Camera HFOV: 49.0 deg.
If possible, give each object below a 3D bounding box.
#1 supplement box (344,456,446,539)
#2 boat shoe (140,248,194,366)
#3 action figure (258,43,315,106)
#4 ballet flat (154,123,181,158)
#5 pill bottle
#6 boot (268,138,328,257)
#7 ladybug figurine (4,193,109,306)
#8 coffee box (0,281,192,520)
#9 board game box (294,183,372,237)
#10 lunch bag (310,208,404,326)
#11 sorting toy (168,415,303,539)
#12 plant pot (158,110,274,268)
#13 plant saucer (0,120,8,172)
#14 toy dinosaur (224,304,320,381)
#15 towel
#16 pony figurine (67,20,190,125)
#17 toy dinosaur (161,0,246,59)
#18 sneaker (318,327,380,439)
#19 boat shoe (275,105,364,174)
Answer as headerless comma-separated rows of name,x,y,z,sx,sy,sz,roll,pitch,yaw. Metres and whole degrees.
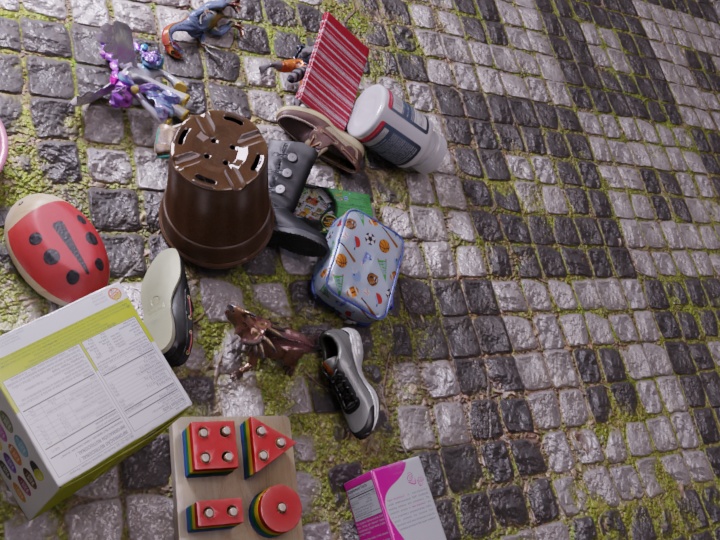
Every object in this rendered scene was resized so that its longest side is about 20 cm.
supplement box,0.064,0.416,1.262,0.100,0.103,0.202,-6,69,-34
boat shoe,-0.303,0.057,1.250,0.063,0.073,0.203,48,26,-50
action figure,-0.084,-0.387,1.612,0.193,0.105,0.201,-39,88,-31
ballet flat,-0.275,-0.228,1.388,0.199,0.067,0.068,-6,93,-55
pill bottle,0.081,-0.285,1.641,0.199,0.119,0.121,28,52,-33
boot,-0.114,-0.137,1.446,0.163,0.066,0.202,18,59,-4
ladybug figurine,-0.452,-0.035,1.193,0.135,0.072,0.201,-35,87,-41
coffee box,-0.379,0.174,1.042,0.199,0.199,0.199,-30,84,-41
board game box,-0.064,-0.112,1.522,0.198,0.023,0.106,7,59,-29
lunch bag,0.000,0.000,1.459,0.159,0.075,0.202,31,59,-23
sorting toy,-0.176,0.312,1.183,0.197,0.070,0.202,5,62,-31
plant pot,-0.231,-0.139,1.279,0.197,0.199,0.203,5,61,-8
plant saucer,-0.633,-0.187,1.174,0.198,0.051,0.203,15,59,-26
toy dinosaur,-0.133,0.116,1.277,0.198,0.135,0.087,4,62,-32
towel,-0.054,-0.398,1.589,0.144,0.022,0.202,30,71,-44
pony figurine,-0.396,-0.331,1.363,0.199,0.167,0.193,36,19,-7
toy dinosaur,-0.314,-0.476,1.550,0.180,0.106,0.200,-16,37,-25
sneaker,-0.026,0.191,1.341,0.079,0.074,0.202,10,53,-44
boat shoe,-0.081,-0.253,1.560,0.199,0.072,0.073,29,51,-25
